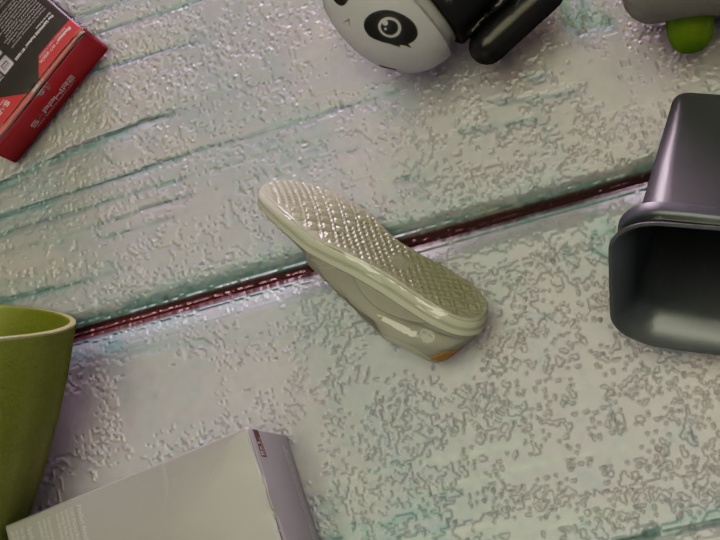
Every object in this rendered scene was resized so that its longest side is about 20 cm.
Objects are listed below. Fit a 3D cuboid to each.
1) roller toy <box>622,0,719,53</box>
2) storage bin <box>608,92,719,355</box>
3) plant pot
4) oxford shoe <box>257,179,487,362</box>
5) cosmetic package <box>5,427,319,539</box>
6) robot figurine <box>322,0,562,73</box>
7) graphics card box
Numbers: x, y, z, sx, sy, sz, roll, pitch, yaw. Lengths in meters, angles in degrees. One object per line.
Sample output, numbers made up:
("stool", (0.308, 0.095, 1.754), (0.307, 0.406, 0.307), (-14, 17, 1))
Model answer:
("roller toy", (0.232, -0.256, 0.756), (0.139, 0.200, 0.183), (-4, 72, 15))
("storage bin", (0.266, -0.026, 0.741), (0.199, 0.146, 0.135), (7, 54, 18))
("plant pot", (-0.304, 0.134, 0.862), (0.186, 0.187, 0.201), (4, 96, 17))
("oxford shoe", (0.000, 0.000, 0.844), (0.200, 0.075, 0.058), (35, 127, 21))
("cosmetic package", (-0.135, 0.194, 0.835), (0.199, 0.090, 0.107), (-21, 74, 9))
("robot figurine", (0.061, -0.233, 0.835), (0.200, 0.125, 0.150), (-44, 39, 4))
("graphics card box", (-0.318, -0.198, 0.983), (0.200, 0.051, 0.126), (40, 93, 19))
